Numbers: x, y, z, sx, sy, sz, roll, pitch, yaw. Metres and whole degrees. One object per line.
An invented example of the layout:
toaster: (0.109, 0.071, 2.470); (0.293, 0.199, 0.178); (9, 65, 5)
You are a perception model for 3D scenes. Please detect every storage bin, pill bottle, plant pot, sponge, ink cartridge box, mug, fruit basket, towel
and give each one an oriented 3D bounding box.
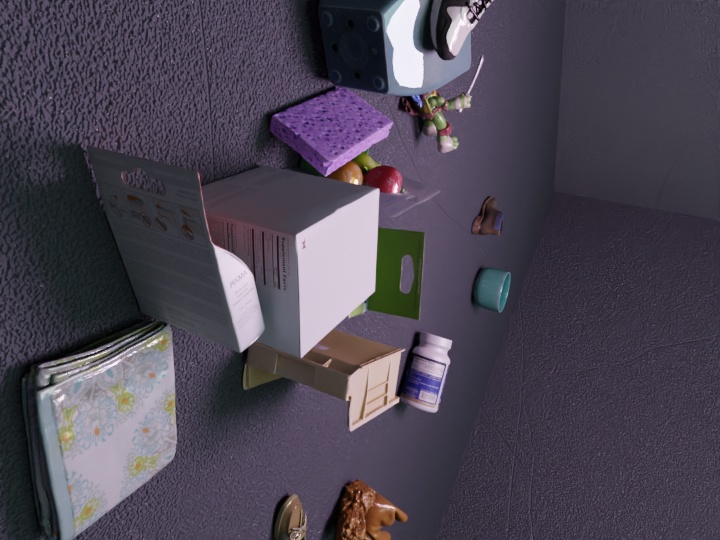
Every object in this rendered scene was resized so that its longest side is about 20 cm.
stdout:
storage bin: (-0.055, 0.160, 0.888); (0.197, 0.195, 0.097); (-3, 105, -63)
pill bottle: (0.189, 0.284, 1.559); (0.115, 0.113, 0.206); (28, 78, -64)
plant pot: (0.043, -0.373, 0.845); (0.201, 0.192, 0.200); (-48, 144, -35)
sponge: (-0.039, -0.217, 0.835); (0.200, 0.111, 0.030); (-44, 168, -48)
ink cartridge box: (0.000, 0.000, 0.908); (0.075, 0.195, 0.153); (-12, 107, -61)
mug: (0.491, 0.079, 2.092); (0.154, 0.112, 0.188); (-57, 149, -35)
fruit basket: (0.006, -0.134, 0.871); (0.184, 0.197, 0.096); (-33, 147, -55)
ink cartridge box: (-0.185, -0.026, 0.566); (0.047, 0.156, 0.205); (-43, 139, -45)
towel: (-0.275, 0.169, 0.610); (0.170, 0.047, 0.206); (-27, 126, -58)

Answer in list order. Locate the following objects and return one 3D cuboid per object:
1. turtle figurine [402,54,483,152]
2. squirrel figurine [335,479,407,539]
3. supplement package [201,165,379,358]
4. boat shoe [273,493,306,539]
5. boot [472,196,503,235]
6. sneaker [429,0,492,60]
turtle figurine: (0.186, -0.372, 1.192); (0.203, 0.141, 0.195); (-60, 154, -22)
squirrel figurine: (-0.008, 0.624, 1.339); (0.189, 0.139, 0.201); (-55, 135, -17)
supplement package: (-0.104, -0.026, 0.692); (0.190, 0.195, 0.151); (-36, 134, -52)
boat shoe: (-0.128, 0.533, 1.082); (0.073, 0.062, 0.207); (-23, 123, -59)
boot: (0.462, -0.183, 1.917); (0.201, 0.095, 0.076); (-54, 147, -38)
sneaker: (0.160, -0.393, 0.770); (0.073, 0.079, 0.205); (12, 101, -58)
